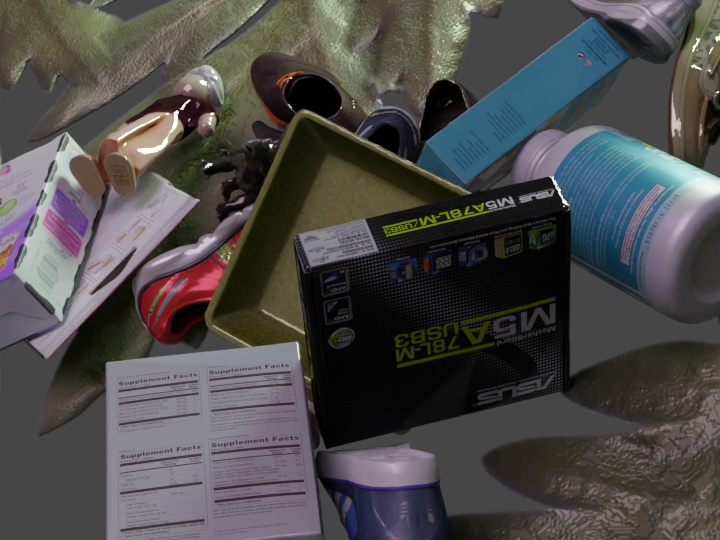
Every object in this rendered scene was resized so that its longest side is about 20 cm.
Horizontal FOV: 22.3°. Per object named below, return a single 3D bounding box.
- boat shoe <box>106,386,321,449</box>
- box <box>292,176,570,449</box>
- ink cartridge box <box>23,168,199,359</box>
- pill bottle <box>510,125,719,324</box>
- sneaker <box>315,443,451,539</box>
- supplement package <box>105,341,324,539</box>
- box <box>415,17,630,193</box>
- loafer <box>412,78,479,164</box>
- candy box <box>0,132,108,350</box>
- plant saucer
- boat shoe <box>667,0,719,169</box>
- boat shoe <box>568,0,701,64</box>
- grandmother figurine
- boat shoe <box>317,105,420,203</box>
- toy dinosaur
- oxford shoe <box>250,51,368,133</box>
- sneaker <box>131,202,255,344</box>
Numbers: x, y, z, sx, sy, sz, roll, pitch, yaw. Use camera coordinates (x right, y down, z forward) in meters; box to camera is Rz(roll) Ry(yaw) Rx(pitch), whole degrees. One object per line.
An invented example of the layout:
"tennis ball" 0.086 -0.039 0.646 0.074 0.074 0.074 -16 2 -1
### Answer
"boat shoe" -0.128 0.139 1.505 0.202 0.075 0.075 -9 42 26
"box" 0.056 0.034 1.353 0.199 0.194 0.048 -13 42 -9
"ink cartridge box" -0.239 -0.003 1.696 0.200 0.045 0.176 -46 32 -9
"pill bottle" 0.207 -0.045 1.423 0.111 0.111 0.200 -47 45 -10
"sneaker" 0.017 0.207 1.360 0.080 0.147 0.200 -4 -1 -14
"supplement package" -0.104 0.179 1.339 0.150 0.152 0.200 -6 39 -3
"box" 0.131 -0.124 1.515 0.200 0.082 0.049 -38 79 -24
"loafer" 0.072 -0.084 1.572 0.076 0.067 0.201 -18 47 19
"candy box" -0.337 -0.015 1.707 0.167 0.072 0.200 -23 36 28
"plant saucer" 0.000 0.000 1.484 0.199 0.048 0.201 28 100 16
"boat shoe" 0.290 -0.157 1.491 0.062 0.073 0.200 9 57 15
"boat shoe" 0.231 -0.224 1.547 0.065 0.074 0.202 -48 15 3
"grandmother figurine" -0.188 -0.139 1.749 0.121 0.061 0.200 7 34 24
"boat shoe" -0.012 -0.046 1.548 0.200 0.075 0.062 -55 -2 15
"toy dinosaur" -0.084 -0.095 1.673 0.102 0.077 0.200 -12 9 12
"oxford shoe" -0.051 -0.169 1.718 0.071 0.073 0.200 -44 44 -7
"sneaker" -0.105 0.004 1.625 0.200 0.077 0.085 -29 64 10
